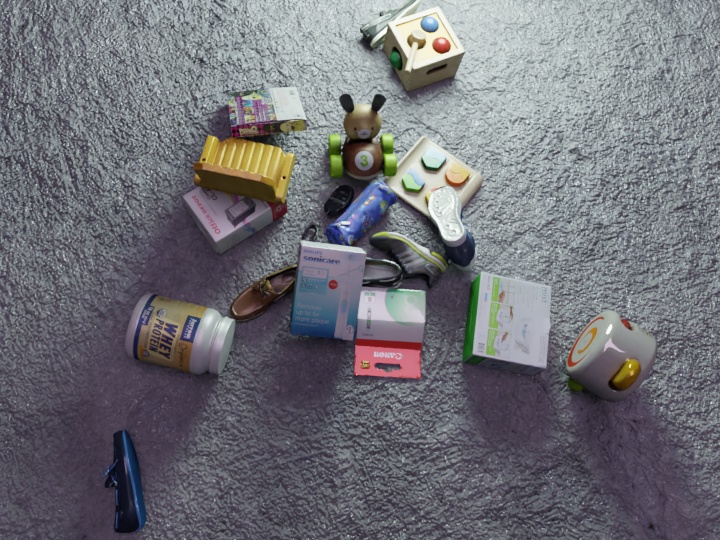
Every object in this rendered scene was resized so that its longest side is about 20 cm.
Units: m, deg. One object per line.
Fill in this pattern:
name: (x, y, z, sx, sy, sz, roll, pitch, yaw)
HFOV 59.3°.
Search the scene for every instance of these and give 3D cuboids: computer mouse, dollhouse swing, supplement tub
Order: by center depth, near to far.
supplement tub: (-0.382, 0.140, 1.354, 0.199, 0.144, 0.145, 14, 70, -2)
dollhouse swing: (-0.257, -0.247, 1.397, 0.199, 0.176, 0.183, 12, 68, -1)
computer mouse: (-0.079, -0.127, 1.543, 0.058, 0.034, 0.200, 29, 75, 33)

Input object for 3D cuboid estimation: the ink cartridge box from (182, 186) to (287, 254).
ink cartridge box: (-0.294, -0.157, 1.498, 0.200, 0.086, 0.148, -34, 78, -18)

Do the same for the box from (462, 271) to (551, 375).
box: (0.342, 0.124, 1.470, 0.175, 0.097, 0.201, 10, 70, -4)

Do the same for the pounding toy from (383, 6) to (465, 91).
pounding toy: (0.156, -0.579, 1.665, 0.199, 0.142, 0.185, -22, 75, -14)

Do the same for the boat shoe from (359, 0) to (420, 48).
boat shoe: (0.085, -0.694, 1.734, 0.200, 0.072, 0.068, -42, 84, -16)

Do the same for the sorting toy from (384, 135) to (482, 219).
sorting toy: (0.188, -0.230, 1.605, 0.200, 0.036, 0.185, 38, 71, 7)

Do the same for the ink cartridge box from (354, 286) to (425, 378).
ink cartridge box: (0.067, 0.141, 1.459, 0.160, 0.050, 0.201, 4, 69, -5)

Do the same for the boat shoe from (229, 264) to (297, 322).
boat shoe: (-0.214, 0.043, 1.447, 0.200, 0.068, 0.072, -35, 78, -16)

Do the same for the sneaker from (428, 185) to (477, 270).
sneaker: (0.227, -0.091, 1.531, 0.080, 0.147, 0.201, -20, 47, 11)

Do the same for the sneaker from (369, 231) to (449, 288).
sneaker: (0.109, -0.028, 1.510, 0.199, 0.074, 0.081, 25, 73, 4)

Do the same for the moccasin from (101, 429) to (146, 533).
moccasin: (-0.486, 0.428, 1.278, 0.068, 0.081, 0.201, -13, 72, -6)

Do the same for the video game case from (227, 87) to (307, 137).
video game case: (-0.234, -0.394, 1.560, 0.180, 0.036, 0.200, -8, 39, -10)

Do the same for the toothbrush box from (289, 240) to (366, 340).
toothbrush box: (-0.074, 0.043, 1.406, 0.146, 0.085, 0.201, 8, 98, -9)

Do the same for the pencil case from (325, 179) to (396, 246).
pencil case: (0.001, -0.134, 1.525, 0.078, 0.087, 0.200, 35, 69, 23)

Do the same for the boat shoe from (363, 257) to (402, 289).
boat shoe: (0.000, 0.000, 1.483, 0.199, 0.060, 0.076, 0, 64, 0)

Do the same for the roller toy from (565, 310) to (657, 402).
roller toy: (0.569, 0.195, 1.424, 0.139, 0.200, 0.183, 33, 65, 4)

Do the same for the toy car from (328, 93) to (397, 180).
toy car: (0.006, -0.335, 1.519, 0.163, 0.201, 0.158, -2, 49, -4)
